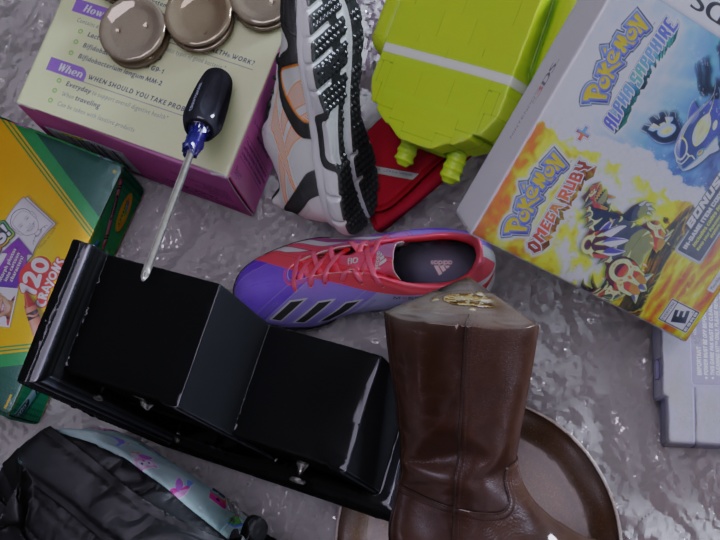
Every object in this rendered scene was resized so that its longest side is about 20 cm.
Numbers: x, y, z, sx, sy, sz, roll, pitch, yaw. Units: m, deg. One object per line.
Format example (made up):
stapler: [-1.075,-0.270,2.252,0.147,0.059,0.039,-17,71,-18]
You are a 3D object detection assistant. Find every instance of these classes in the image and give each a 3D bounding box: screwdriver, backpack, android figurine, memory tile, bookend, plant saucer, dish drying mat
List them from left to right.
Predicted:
backpack: [-0.159,0.196,0.721,0.199,0.127,0.168,35,81,11]
screwdriver: [-0.116,-0.065,0.686,0.029,0.028,0.202,3,45,14]
memory tile: [-0.102,-0.236,0.780,0.196,0.017,0.156,-15,75,2]
bookend: [-0.072,0.077,0.686,0.197,0.199,0.094,14,75,20]
dish drying mat: [0.066,-0.116,0.774,0.199,0.018,0.078,-41,57,29]
android figurine: [0.077,-0.161,0.735,0.181,0.041,0.203,23,96,42]
plant saucer: [0.080,0.191,0.745,0.196,0.032,0.204,-2,75,6]

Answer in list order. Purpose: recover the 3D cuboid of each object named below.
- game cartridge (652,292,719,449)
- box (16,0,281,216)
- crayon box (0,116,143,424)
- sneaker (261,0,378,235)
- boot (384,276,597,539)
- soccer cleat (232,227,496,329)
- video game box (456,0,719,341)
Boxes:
game cartridge: [0.272,0.025,0.766,0.127,0.038,0.204,1,76,10]
box: [-0.133,-0.173,0.826,0.173,0.097,0.203,19,80,10]
crayon box: [-0.262,-0.001,0.816,0.117,0.058,0.203,20,79,10]
sneaker: [-0.041,-0.121,0.754,0.079,0.074,0.203,11,120,29]
boot: [0.104,0.109,0.670,0.182,0.064,0.204,2,103,3]
soccer cleat: [0.000,0.000,0.779,0.196,0.073,0.070,-5,76,5]
video game box: [0.186,-0.078,0.680,0.180,0.047,0.202,24,108,-16]
